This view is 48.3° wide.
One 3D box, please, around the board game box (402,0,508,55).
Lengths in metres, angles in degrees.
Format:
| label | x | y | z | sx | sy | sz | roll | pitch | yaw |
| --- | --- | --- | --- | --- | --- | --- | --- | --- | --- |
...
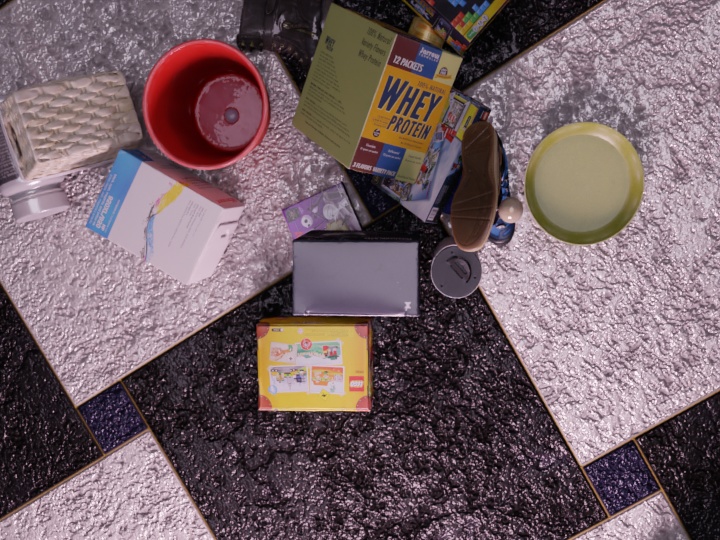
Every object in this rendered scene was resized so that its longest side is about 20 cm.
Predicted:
| label | x | y | z | sx | sy | sz | roll | pitch | yaw |
| --- | --- | --- | --- | --- | --- | --- | --- | --- | --- |
| board game box | 0.168 | -0.475 | 1.278 | 0.165 | 0.057 | 0.201 | 41 | 77 | -2 |

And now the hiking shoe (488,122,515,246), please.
| label | x | y | z | sx | sy | sz | roll | pitch | yaw |
| --- | --- | --- | --- | --- | --- | --- | --- | --- | --- |
| hiking shoe | 0.213 | -0.138 | 1.329 | 0.073 | 0.087 | 0.204 | -13 | 95 | 7 |

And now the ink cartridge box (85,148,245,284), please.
| label | x | y | z | sx | sy | sz | roll | pitch | yaw |
| --- | --- | --- | --- | --- | --- | --- | --- | --- | --- |
| ink cartridge box | -0.322 | -0.092 | 1.354 | 0.198 | 0.147 | 0.146 | 29 | 98 | 2 |

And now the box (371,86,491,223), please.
| label | x | y | z | sx | sy | sz | roll | pitch | yaw |
| --- | --- | --- | --- | --- | --- | --- | --- | --- | --- |
| box | 0.111 | -0.199 | 1.298 | 0.136 | 0.037 | 0.202 | 40 | 114 | 35 |

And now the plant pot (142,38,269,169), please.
| label | x | y | z | sx | sy | sz | roll | pitch | yaw |
| --- | --- | --- | --- | --- | --- | --- | --- | --- | --- |
| plant pot | -0.230 | -0.262 | 1.311 | 0.196 | 0.177 | 0.205 | 1 | 96 | 5 |

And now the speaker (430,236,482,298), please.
| label | x | y | z | sx | sy | sz | roll | pitch | yaw |
| --- | --- | --- | --- | --- | --- | --- | --- | --- | --- |
| speaker | 0.154 | -0.009 | 1.291 | 0.079 | 0.200 | 0.083 | 1 | 97 | 6 |

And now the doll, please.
| label | x | y | z | sx | sy | sz | roll | pitch | yaw |
| --- | --- | --- | --- | --- | --- | --- | --- | --- | --- |
| doll | 0.175 | -0.123 | 1.295 | 0.198 | 0.048 | 0.139 | 27 | 116 | 38 |

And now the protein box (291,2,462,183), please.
| label | x | y | z | sx | sy | sz | roll | pitch | yaw |
| --- | --- | --- | --- | --- | --- | --- | --- | --- | --- |
| protein box | 0.020 | -0.275 | 1.244 | 0.133 | 0.198 | 0.203 | 7 | 113 | -37 |

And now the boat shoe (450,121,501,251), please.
| label | x | y | z | sx | sy | sz | roll | pitch | yaw |
| --- | --- | --- | --- | --- | --- | --- | --- | --- | --- |
| boat shoe | 0.183 | -0.119 | 1.209 | 0.071 | 0.072 | 0.204 | -5 | 69 | 30 |

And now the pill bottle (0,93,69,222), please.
| label | x | y | z | sx | sy | sz | roll | pitch | yaw |
| --- | --- | --- | --- | --- | --- | --- | --- | --- | --- |
| pill bottle | -0.578 | -0.193 | 1.383 | 0.111 | 0.113 | 0.204 | -16 | 94 | 7 |

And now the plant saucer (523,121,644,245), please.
| label | x | y | z | sx | sy | sz | roll | pitch | yaw |
| --- | --- | --- | --- | --- | --- | --- | --- | --- | --- |
| plant saucer | 0.370 | -0.144 | 1.342 | 0.196 | 0.031 | 0.204 | 1 | 96 | 6 |

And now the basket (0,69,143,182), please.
| label | x | y | z | sx | sy | sz | roll | pitch | yaw |
| --- | --- | --- | --- | --- | --- | --- | --- | --- | --- |
| basket | -0.470 | -0.241 | 1.317 | 0.198 | 0.123 | 0.138 | -21 | 96 | -32 |

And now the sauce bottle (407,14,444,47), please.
| label | x | y | z | sx | sy | sz | roll | pitch | yaw |
| --- | --- | --- | --- | --- | --- | --- | --- | --- | --- |
| sauce bottle | 0.085 | -0.326 | 1.332 | 0.065 | 0.066 | 0.203 | 21 | 99 | 3 |

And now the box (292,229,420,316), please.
| label | x | y | z | sx | sy | sz | roll | pitch | yaw |
| --- | --- | --- | --- | --- | --- | --- | --- | --- | --- |
| box | 0.000 | 0.000 | 1.282 | 0.192 | 0.200 | 0.120 | 0 | 97 | 4 |

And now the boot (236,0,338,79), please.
| label | x | y | z | sx | sy | sz | roll | pitch | yaw |
| --- | --- | --- | --- | --- | --- | --- | --- | --- | --- |
| boot | -0.125 | -0.376 | 1.353 | 0.170 | 0.069 | 0.204 | 5 | 93 | 10 |

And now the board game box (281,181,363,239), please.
| label | x | y | z | sx | sy | sz | roll | pitch | yaw |
| --- | --- | --- | --- | --- | --- | --- | --- | --- | --- |
| board game box | -0.044 | -0.037 | 1.396 | 0.118 | 0.032 | 0.203 | -23 | 94 | 12 |

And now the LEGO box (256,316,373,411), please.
| label | x | y | z | sx | sy | sz | roll | pitch | yaw |
| --- | --- | --- | --- | --- | --- | --- | --- | --- | --- |
| LEGO box | -0.077 | 0.160 | 1.394 | 0.196 | 0.077 | 0.152 | 0 | 97 | 5 |
